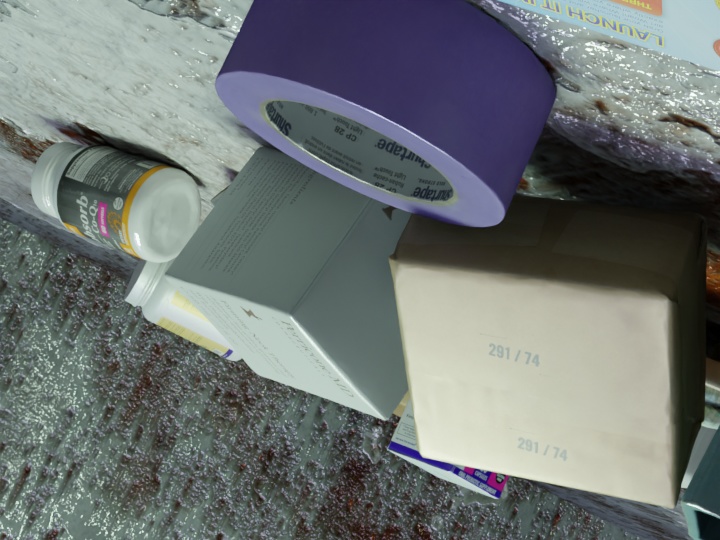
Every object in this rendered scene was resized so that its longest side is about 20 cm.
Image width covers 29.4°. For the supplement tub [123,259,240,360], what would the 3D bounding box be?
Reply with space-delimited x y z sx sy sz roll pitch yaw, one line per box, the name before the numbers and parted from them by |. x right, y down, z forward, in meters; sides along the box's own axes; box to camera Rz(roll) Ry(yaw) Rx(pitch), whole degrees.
supplement tub | -0.243 0.034 2.083 0.199 0.146 0.145 28 170 -13

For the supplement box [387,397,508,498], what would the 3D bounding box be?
supplement box | 0.131 0.135 1.527 0.103 0.201 0.101 13 166 45

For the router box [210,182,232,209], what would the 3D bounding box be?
router box | -0.087 0.008 1.557 0.200 0.049 0.180 52 171 10

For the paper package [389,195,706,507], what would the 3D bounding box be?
paper package | 0.135 0.051 0.965 0.198 0.104 0.192 7 125 23

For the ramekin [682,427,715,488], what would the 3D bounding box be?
ramekin | 0.313 0.167 1.547 0.199 0.098 0.201 25 171 4

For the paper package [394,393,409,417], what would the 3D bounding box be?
paper package | 0.053 0.158 2.134 0.199 0.104 0.190 28 169 -14

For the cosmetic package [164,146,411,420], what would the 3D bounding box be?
cosmetic package | -0.038 0.007 1.278 0.199 0.167 0.168 14 152 47

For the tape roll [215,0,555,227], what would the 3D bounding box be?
tape roll | 0.015 -0.109 0.857 0.199 0.085 0.200 24 171 4

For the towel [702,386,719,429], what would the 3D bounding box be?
towel | 0.255 0.097 1.312 0.199 0.048 0.171 17 -172 -31

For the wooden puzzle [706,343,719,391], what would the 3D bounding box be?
wooden puzzle | 0.300 0.072 1.194 0.184 0.047 0.200 23 -177 13

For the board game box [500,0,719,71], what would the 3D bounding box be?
board game box | 0.093 -0.154 0.506 0.199 0.056 0.196 22 170 18

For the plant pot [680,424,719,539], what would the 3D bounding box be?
plant pot | 0.330 0.104 0.856 0.195 0.201 0.196 20 169 20

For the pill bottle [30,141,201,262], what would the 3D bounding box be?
pill bottle | -0.299 -0.088 1.660 0.199 0.117 0.116 18 168 33
